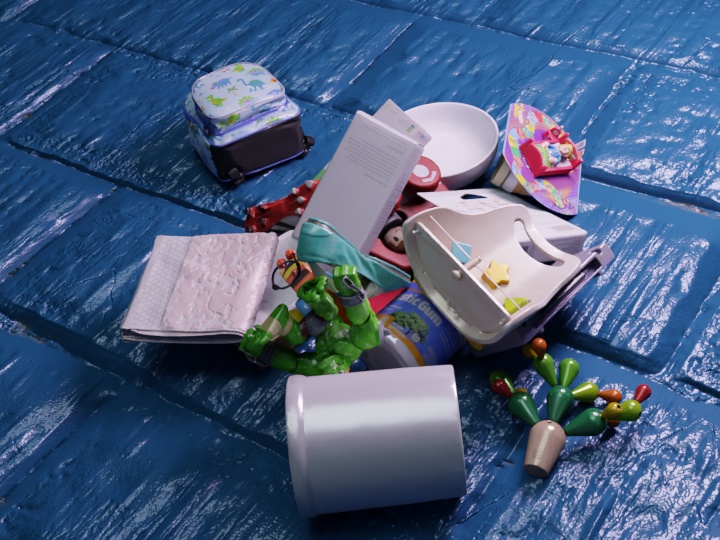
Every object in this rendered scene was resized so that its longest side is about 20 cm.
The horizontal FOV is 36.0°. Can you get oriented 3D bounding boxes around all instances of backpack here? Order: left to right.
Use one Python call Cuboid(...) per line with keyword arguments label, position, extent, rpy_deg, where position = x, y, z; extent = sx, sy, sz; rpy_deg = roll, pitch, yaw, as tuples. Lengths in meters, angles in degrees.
Cuboid(label="backpack", position=(-0.209, -0.268, 1.901), extent=(0.183, 0.147, 0.200), rpy_deg=(-26, 41, -19))

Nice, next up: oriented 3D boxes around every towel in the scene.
Cuboid(label="towel", position=(-0.224, 0.020, 1.557), extent=(0.190, 0.032, 0.200), rpy_deg=(-1, 45, 14))

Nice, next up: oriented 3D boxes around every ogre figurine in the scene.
Cuboid(label="ogre figurine", position=(-0.048, 0.078, 1.399), extent=(0.200, 0.120, 0.098), rpy_deg=(-44, 22, 13))

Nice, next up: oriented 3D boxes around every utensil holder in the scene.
Cuboid(label="utensil holder", position=(0.021, 0.201, 1.327), extent=(0.199, 0.170, 0.170), rpy_deg=(-6, 42, 4))

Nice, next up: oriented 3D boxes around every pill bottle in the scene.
Cuboid(label="pill bottle", position=(0.098, 0.064, 1.498), extent=(0.112, 0.112, 0.200), rpy_deg=(27, 55, 35))

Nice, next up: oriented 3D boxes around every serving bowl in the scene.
Cuboid(label="serving bowl", position=(0.127, -0.189, 1.799), extent=(0.199, 0.066, 0.200), rpy_deg=(-6, 42, 6))

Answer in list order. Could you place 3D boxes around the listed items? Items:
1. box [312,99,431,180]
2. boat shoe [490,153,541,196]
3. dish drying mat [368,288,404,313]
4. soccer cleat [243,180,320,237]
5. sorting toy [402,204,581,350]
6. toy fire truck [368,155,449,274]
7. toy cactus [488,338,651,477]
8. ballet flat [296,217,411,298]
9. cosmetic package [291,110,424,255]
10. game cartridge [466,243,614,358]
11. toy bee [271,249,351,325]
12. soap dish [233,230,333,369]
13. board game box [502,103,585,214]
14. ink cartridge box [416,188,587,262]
Cuboid(label="box", position=(0.010, -0.168, 1.739), extent=(0.200, 0.036, 0.144), rpy_deg=(-45, 31, 5))
Cuboid(label="boat shoe", position=(0.260, -0.175, 1.757), extent=(0.068, 0.075, 0.200), rpy_deg=(31, 39, -1))
Cuboid(label="dish drying mat", position=(0.000, 0.000, 1.660), extent=(0.077, 0.018, 0.200), rpy_deg=(-27, 45, -18))
Cuboid(label="soccer cleat", position=(-0.087, -0.086, 1.685), extent=(0.200, 0.085, 0.069), rpy_deg=(-17, 68, 31))
Cuboid(label="sorting toy", position=(0.180, -0.007, 1.418), extent=(0.180, 0.107, 0.200), rpy_deg=(-30, 60, -22))
Cuboid(label="toy fire truck", position=(0.080, -0.064, 1.643), extent=(0.200, 0.112, 0.168), rpy_deg=(-30, 63, -32))
Cuboid(label="toy cactus", position=(0.245, 0.174, 1.373), extent=(0.199, 0.102, 0.165), rpy_deg=(16, 58, 16))
Cuboid(label="ballet flat", position=(-0.014, 0.001, 1.427), extent=(0.067, 0.200, 0.071), rpy_deg=(15, 78, 46))
Cuboid(label="cosmetic package", position=(-0.002, -0.110, 1.550), extent=(0.102, 0.074, 0.200), rpy_deg=(31, 98, 11))
Cuboid(label="game cartridge", position=(0.242, 0.043, 1.493), extent=(0.200, 0.130, 0.038), rpy_deg=(-40, 92, -27))
Cuboid(label="toy bee", position=(-0.061, 0.016, 1.488), extent=(0.131, 0.200, 0.109), rpy_deg=(-29, 42, -11))
Cuboid(label="soap dish", position=(-0.121, 0.041, 1.594), extent=(0.200, 0.081, 0.157), rpy_deg=(-35, 47, -23))
Cuboid(label="board game box", position=(0.293, -0.183, 1.696), extent=(0.039, 0.158, 0.200), rpy_deg=(-37, 26, 40))
Cuboid(label="ink cartridge box", position=(0.200, -0.065, 1.598), extent=(0.200, 0.044, 0.173), rpy_deg=(-7, 29, -44))
